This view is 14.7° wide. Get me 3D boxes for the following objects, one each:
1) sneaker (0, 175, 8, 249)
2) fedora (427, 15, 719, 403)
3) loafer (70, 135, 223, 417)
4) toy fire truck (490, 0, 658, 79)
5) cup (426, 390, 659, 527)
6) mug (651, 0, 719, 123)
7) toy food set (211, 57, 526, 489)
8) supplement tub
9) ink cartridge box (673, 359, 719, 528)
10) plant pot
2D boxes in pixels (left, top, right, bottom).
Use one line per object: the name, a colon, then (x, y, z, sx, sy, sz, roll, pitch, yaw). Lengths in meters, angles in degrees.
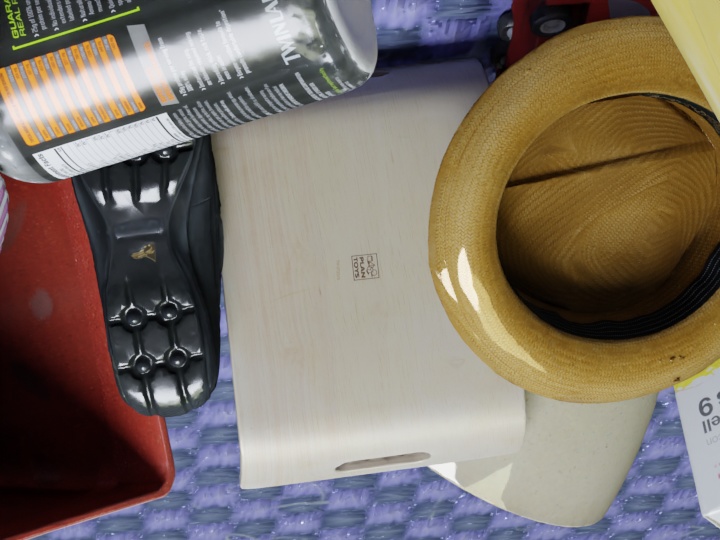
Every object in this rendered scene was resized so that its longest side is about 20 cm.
sneaker: (-0.201, -0.029, 1.165, 0.088, 0.081, 0.200, 16, 152, 6)
fedora: (0.111, -0.035, 1.328, 0.199, 0.202, 0.082, 5, -167, -26)
loafer: (-0.100, -0.032, 1.327, 0.068, 0.202, 0.070, -5, -171, 2)
toy fire truck: (0.138, -0.106, 1.385, 0.140, 0.049, 0.200, -6, 151, -9)
cup: (0.089, 0.016, 1.479, 0.200, 0.201, 0.144, 17, 117, -41)
mug: (0.192, -0.105, 1.228, 0.186, 0.154, 0.149, -19, 176, -29)
toy food set: (0.000, 0.000, 1.383, 0.142, 0.202, 0.060, -6, 178, -7)
supplement tub: (-0.102, -0.112, 1.212, 0.199, 0.123, 0.123, -15, 152, 11)
ink cartridge box: (0.245, 0.033, 1.519, 0.145, 0.201, 0.087, -24, 149, 26)
plant pot: (-0.235, 0.036, 1.346, 0.175, 0.202, 0.199, -9, -177, 39)
